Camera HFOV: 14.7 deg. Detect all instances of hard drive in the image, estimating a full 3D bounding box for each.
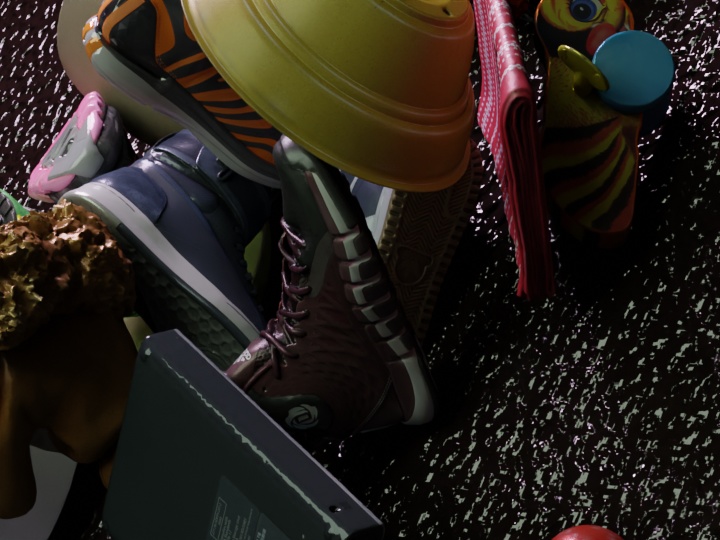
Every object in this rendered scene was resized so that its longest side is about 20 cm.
[{"bbox_3d":[-0.072,0.144,1.573,0.200,0.033,0.140,41,129,37],"label":"hard drive"}]

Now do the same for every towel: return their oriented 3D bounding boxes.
[{"bbox_3d":[0.082,-0.093,1.588,0.022,0.145,0.200,-8,36,-1],"label":"towel"}]

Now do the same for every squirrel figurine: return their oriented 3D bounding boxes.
[{"bbox_3d":[-0.228,0.050,1.647,0.142,0.186,0.200,49,136,47],"label":"squirrel figurine"}]

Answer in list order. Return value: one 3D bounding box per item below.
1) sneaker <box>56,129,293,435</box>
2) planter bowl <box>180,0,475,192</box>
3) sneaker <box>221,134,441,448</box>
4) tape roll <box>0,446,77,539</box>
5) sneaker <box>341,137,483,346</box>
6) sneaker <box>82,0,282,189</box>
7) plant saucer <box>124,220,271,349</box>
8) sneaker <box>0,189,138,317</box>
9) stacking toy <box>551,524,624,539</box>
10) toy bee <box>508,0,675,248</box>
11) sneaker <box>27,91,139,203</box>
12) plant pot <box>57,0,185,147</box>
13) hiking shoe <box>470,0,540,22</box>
[{"bbox_3d":[-0.073,-0.001,1.736,0.146,0.202,0.077,-35,-8,-43],"label":"sneaker"},{"bbox_3d":[0.003,-0.144,1.581,0.083,0.200,0.200,-50,32,28],"label":"planter bowl"},{"bbox_3d":[-0.038,0.023,1.580,0.115,0.200,0.076,-23,26,3],"label":"sneaker"},{"bbox_3d":[-0.292,0.113,1.862,0.203,0.139,0.203,-37,42,42],"label":"tape roll"},{"bbox_3d":[0.000,0.000,1.694,0.200,0.070,0.108,-63,25,0],"label":"sneaker"},{"bbox_3d":[-0.060,-0.126,1.691,0.112,0.200,0.078,-41,39,28],"label":"sneaker"},{"bbox_3d":[-0.125,0.024,1.860,0.200,0.031,0.200,-32,40,31],"label":"plant saucer"},{"bbox_3d":[-0.214,-0.001,1.886,0.200,0.085,0.078,20,87,46],"label":"sneaker"},{"bbox_3d":[0.069,0.213,1.417,0.200,0.085,0.085,-53,33,-5],"label":"stacking toy"},{"bbox_3d":[0.128,-0.116,1.599,0.131,0.109,0.200,95,-167,-55],"label":"toy bee"},{"bbox_3d":[-0.164,-0.059,1.832,0.079,0.095,0.200,-54,5,-3],"label":"sneaker"},{"bbox_3d":[-0.081,-0.144,1.832,0.200,0.200,0.134,-46,57,13],"label":"plant pot"},{"bbox_3d":[0.092,-0.189,1.737,0.200,0.074,0.087,-25,43,37],"label":"hiking shoe"}]
